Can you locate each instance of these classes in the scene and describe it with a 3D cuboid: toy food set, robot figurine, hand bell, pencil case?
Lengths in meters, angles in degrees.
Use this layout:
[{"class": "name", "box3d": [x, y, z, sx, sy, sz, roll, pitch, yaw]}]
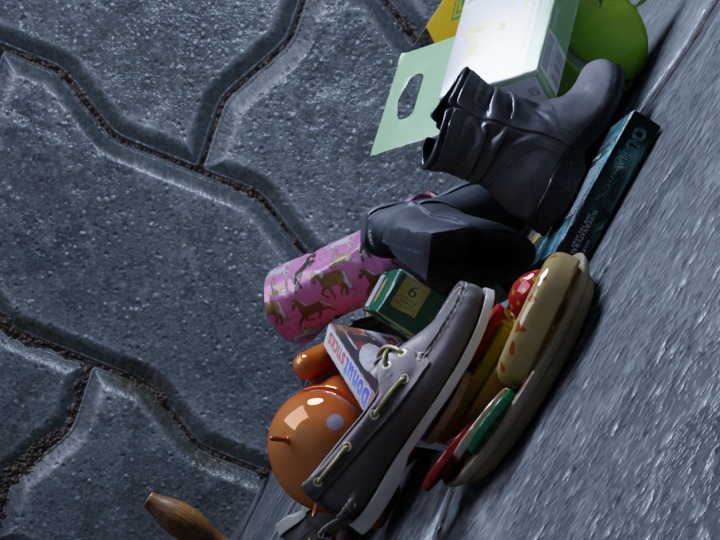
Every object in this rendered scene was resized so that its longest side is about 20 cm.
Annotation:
[{"class": "toy food set", "box3d": [0.104, 0.070, 1.209, 0.199, 0.048, 0.200, -59, 3, 9]}, {"class": "robot figurine", "box3d": [0.198, -0.191, 1.616, 0.174, 0.116, 0.200, -11, -33, -47]}, {"class": "hand bell", "box3d": [-0.117, 0.268, 1.577, 0.105, 0.199, 0.104, -58, 3, 5]}, {"class": "robot figurine", "box3d": [-0.006, 0.146, 1.513, 0.199, 0.116, 0.145, -32, -43, -51]}, {"class": "pencil case", "box3d": [0.000, 0.000, 1.593, 0.199, 0.083, 0.087, -27, 30, 33]}]

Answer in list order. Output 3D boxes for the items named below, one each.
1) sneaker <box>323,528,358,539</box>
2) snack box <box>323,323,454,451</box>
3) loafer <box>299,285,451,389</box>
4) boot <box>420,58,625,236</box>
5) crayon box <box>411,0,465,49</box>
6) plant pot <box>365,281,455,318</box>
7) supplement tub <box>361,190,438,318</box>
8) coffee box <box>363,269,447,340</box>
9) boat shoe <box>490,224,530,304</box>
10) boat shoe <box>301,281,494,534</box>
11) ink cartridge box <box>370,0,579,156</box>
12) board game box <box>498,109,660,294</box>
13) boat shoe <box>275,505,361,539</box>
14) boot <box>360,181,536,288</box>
[{"class": "sneaker", "box3d": [-0.028, 0.256, 1.414, 0.116, 0.075, 0.200, -57, 0, -32]}, {"class": "snack box", "box3d": [0.026, 0.097, 1.417, 0.200, 0.071, 0.025, -126, 52, -65]}, {"class": "loafer", "box3d": [0.020, 0.069, 1.638, 0.198, 0.063, 0.072, -19, -38, -26]}, {"class": "boot", "box3d": [0.135, -0.133, 1.382, 0.201, 0.131, 0.070, -60, 3, -41]}, {"class": "crayon box", "box3d": [0.151, -0.266, 1.635, 0.125, 0.052, 0.200, -6, -32, -34]}, {"class": "plant pot", "box3d": [0.077, 0.008, 1.727, 0.199, 0.028, 0.201, -34, -20, -14]}, {"class": "supplement tub", "box3d": [0.070, 0.017, 1.950, 0.201, 0.106, 0.107, -59, 2, 2]}, {"class": "coffee box", "box3d": [0.065, 0.048, 1.437, 0.044, 0.122, 0.200, -57, 4, -3]}, {"class": "boat shoe", "box3d": [0.130, -0.071, 1.557, 0.062, 0.074, 0.203, -136, 49, -68]}, {"class": "boat shoe", "box3d": [0.029, 0.091, 1.220, 0.201, 0.059, 0.072, -60, 2, 2]}, {"class": "ink cartridge box", "box3d": [0.096, -0.191, 1.536, 0.198, 0.048, 0.147, -12, 43, 31]}, {"class": "board game box", "box3d": [0.177, -0.049, 1.391, 0.136, 0.028, 0.200, -60, 3, -10]}, {"class": "boat shoe", "box3d": [-0.026, 0.251, 1.642, 0.071, 0.061, 0.201, -17, -13, -24]}, {"class": "boot", "box3d": [0.100, -0.033, 1.415, 0.163, 0.067, 0.200, -15, 8, -14]}]
